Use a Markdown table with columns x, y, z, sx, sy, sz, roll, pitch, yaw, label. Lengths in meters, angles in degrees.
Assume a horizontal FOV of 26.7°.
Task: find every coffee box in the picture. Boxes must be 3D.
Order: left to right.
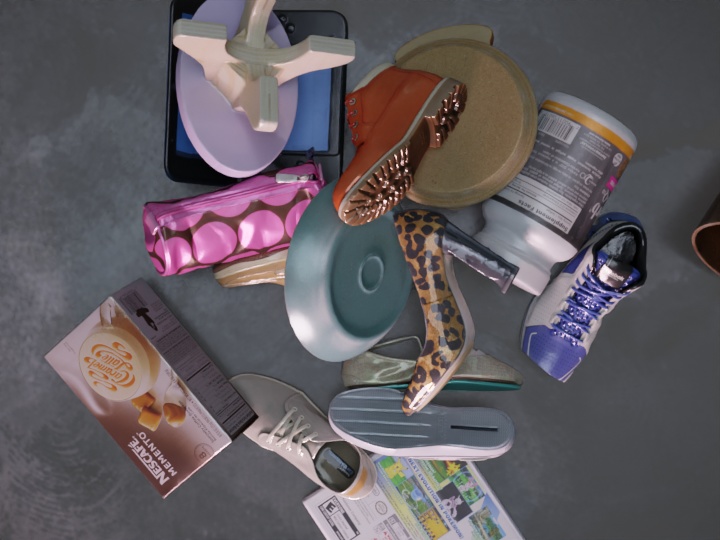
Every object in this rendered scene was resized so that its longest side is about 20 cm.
| x | y | z | sx | sy | sz | roll | pitch | yaw | label |
| --- | --- | --- | --- | --- | --- | --- | --- | --- | --- |
| -0.223 | 0.125 | 1.622 | 0.114 | 0.080 | 0.200 | -39 | 90 | 23 | coffee box |

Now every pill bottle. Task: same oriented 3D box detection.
| x | y | z | sx | sy | sz | roll | pitch | yaw | label |
| --- | --- | --- | --- | --- | --- | --- | --- | --- | --- |
| 0.202 | -0.082 | 1.632 | 0.116 | 0.116 | 0.200 | 30 | 89 | -1 | pill bottle |

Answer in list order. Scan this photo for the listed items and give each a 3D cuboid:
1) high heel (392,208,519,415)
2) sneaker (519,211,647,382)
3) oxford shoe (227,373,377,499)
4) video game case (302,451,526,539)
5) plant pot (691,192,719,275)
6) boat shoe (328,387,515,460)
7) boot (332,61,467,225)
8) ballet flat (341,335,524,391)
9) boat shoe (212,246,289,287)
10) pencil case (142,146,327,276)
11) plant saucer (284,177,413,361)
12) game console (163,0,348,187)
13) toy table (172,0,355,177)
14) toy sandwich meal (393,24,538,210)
| x | y | z | sx | sy | sz | roll | pitch | yaw | label |
| --- | --- | --- | --- | --- | --- | --- | --- | --- | --- |
| 0.058 | 0.040 | 1.592 | 0.143 | 0.071 | 0.200 | 33 | 100 | 8 | high heel |
| 0.246 | 0.020 | 1.631 | 0.081 | 0.115 | 0.199 | 32 | 89 | 0 | sneaker |
| -0.068 | 0.177 | 1.644 | 0.200 | 0.058 | 0.075 | 36 | 90 | 11 | oxford shoe |
| 0.066 | 0.286 | 1.671 | 0.182 | 0.022 | 0.200 | -34 | 89 | -1 | video game case |
| 0.479 | -0.086 | 1.620 | 0.187 | 0.187 | 0.200 | 27 | 74 | -1 | plant pot |
| 0.064 | 0.177 | 1.628 | 0.200 | 0.067 | 0.074 | 10 | 64 | 6 | boat shoe |
| 0.014 | -0.134 | 1.558 | 0.107 | 0.075 | 0.200 | 27 | 61 | 20 | boot |
| 0.079 | 0.101 | 1.654 | 0.200 | 0.067 | 0.062 | -1 | 80 | -1 | ballet flat |
| -0.058 | -0.003 | 1.652 | 0.200 | 0.072 | 0.076 | -15 | 104 | 0 | boat shoe |
| -0.128 | -0.058 | 1.582 | 0.200 | 0.094 | 0.091 | -18 | 75 | -9 | pencil case |
| 0.000 | 0.000 | 1.587 | 0.036 | 0.200 | 0.200 | 11 | 89 | 38 | plant saucer |
| -0.109 | -0.188 | 1.622 | 0.171 | 0.118 | 0.200 | 2 | 90 | 10 | game console |
| -0.109 | -0.208 | 1.530 | 0.184 | 0.117 | 0.200 | -8 | 77 | -24 | toy table |
| 0.099 | -0.161 | 1.633 | 0.205 | 0.070 | 0.205 | -2 | 81 | 14 | toy sandwich meal |
